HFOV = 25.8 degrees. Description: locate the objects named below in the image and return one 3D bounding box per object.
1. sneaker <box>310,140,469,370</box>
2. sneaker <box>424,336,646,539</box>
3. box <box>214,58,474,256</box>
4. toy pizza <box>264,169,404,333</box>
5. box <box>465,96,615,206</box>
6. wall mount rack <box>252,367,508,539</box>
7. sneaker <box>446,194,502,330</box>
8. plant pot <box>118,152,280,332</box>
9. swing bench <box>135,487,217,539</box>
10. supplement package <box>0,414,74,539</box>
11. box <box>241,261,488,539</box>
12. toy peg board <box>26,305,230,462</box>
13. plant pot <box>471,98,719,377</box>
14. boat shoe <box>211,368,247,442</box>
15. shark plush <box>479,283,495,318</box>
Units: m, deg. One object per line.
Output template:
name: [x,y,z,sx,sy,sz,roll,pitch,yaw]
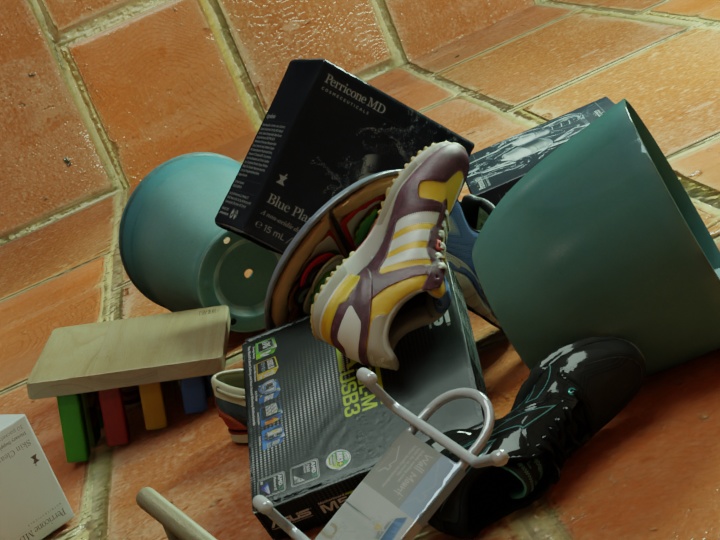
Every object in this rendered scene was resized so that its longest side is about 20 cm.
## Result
sneaker: [0.048,-0.009,1.252,0.090,0.075,0.201,26,74,28]
sneaker: [0.125,0.122,1.095,0.199,0.076,0.079,-35,25,-9]
box: [-0.018,-0.092,1.669,0.201,0.196,0.117,-65,20,-3]
toy pizza: [0.000,0.000,1.373,0.199,0.201,0.032,-31,57,-27]
box: [0.208,-0.087,1.639,0.181,0.105,0.200,-24,13,5]
wall mount rack: [0.020,0.150,1.024,0.200,0.075,0.173,-50,38,-9]
sneaker: [0.105,-0.012,1.388,0.078,0.200,0.090,32,87,37]
plant pot: [-0.161,-0.018,1.844,0.199,0.201,0.188,-27,28,-16]
swing bench: [-0.135,0.247,0.917,0.198,0.131,0.199,-31,21,-29]
supplement package: [-0.395,0.228,1.436,0.200,0.112,0.155,-34,17,-35]
box: [0.003,0.100,1.250,0.192,0.048,0.201,-23,38,12]
toy peg board: [-0.234,0.121,1.665,0.197,0.099,0.200,-8,15,-1]
plant pot: [0.183,-0.002,1.198,0.160,0.201,0.201,-31,12,14]
boat shoe: [-0.051,0.110,1.418,0.199,0.063,0.071,-12,16,37]
shark plush: [0.204,0.002,1.353,0.199,0.084,0.091,-23,13,3]
